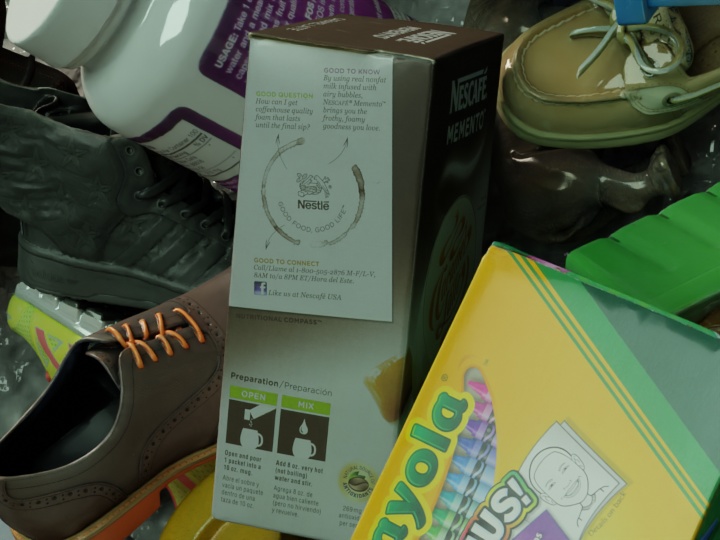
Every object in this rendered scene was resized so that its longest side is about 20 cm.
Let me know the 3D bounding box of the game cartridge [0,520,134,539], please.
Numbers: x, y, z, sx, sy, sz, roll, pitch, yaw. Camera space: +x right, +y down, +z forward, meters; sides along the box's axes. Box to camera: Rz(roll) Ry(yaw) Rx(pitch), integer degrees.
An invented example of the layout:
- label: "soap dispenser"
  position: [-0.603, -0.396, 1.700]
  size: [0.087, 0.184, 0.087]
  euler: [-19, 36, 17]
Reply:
- label: "game cartridge"
  position: [-0.180, 0.210, 1.088]
  size: [0.133, 0.041, 0.201]
  euler: [31, 91, 40]

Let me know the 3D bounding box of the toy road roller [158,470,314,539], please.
- label: "toy road roller"
  position: [-0.070, 0.173, 0.986]
  size: [0.199, 0.123, 0.147]
  euler: [-16, 51, 26]

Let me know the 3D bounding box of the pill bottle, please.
- label: "pill bottle"
  position: [-0.056, -0.098, 0.995]
  size: [0.112, 0.199, 0.113]
  euler: [-41, 34, 36]

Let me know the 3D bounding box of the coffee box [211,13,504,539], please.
- label: "coffee box"
  position: [0.000, 0.000, 0.909]
  size: [0.079, 0.114, 0.202]
  euler: [9, 104, 16]

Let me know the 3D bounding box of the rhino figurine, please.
- label: "rhino figurine"
  position: [0.089, -0.101, 1.015]
  size: [0.087, 0.060, 0.201]
  euler: [-24, 61, 20]

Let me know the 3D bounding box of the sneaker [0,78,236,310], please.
- label: "sneaker"
  position: [-0.101, -0.037, 1.046]
  size: [0.198, 0.060, 0.105]
  euler: [7, 113, 5]

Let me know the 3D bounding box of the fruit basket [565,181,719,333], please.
- label: "fruit basket"
  position: [0.173, 0.058, 0.857]
  size: [0.200, 0.184, 0.094]
  euler: [47, 142, 27]

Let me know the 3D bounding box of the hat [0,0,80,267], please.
- label: "hat"
  position: [-0.189, -0.055, 1.140]
  size: [0.080, 0.201, 0.202]
  euler: [16, 80, -3]

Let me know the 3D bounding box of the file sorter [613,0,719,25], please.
- label: "file sorter"
  position: [0.181, -0.207, 0.892]
  size: [0.122, 0.140, 0.200]
  euler: [2, 31, 26]

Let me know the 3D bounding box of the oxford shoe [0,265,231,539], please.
- label: "oxford shoe"
  position: [-0.083, 0.046, 0.971]
  size: [0.200, 0.073, 0.071]
  euler: [-45, 54, -15]

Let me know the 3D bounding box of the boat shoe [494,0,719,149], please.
- label: "boat shoe"
  position: [0.151, -0.110, 0.933]
  size: [0.198, 0.063, 0.074]
  euler: [-19, 66, -3]

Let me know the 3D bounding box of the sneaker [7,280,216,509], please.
- label: "sneaker"
  position: [-0.117, 0.068, 1.076]
  size: [0.199, 0.078, 0.091]
  euler: [30, 101, 40]

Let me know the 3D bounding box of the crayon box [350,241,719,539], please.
- label: "crayon box"
  position: [0.062, 0.106, 0.777]
  size: [0.118, 0.058, 0.201]
  euler: [23, 86, 29]
